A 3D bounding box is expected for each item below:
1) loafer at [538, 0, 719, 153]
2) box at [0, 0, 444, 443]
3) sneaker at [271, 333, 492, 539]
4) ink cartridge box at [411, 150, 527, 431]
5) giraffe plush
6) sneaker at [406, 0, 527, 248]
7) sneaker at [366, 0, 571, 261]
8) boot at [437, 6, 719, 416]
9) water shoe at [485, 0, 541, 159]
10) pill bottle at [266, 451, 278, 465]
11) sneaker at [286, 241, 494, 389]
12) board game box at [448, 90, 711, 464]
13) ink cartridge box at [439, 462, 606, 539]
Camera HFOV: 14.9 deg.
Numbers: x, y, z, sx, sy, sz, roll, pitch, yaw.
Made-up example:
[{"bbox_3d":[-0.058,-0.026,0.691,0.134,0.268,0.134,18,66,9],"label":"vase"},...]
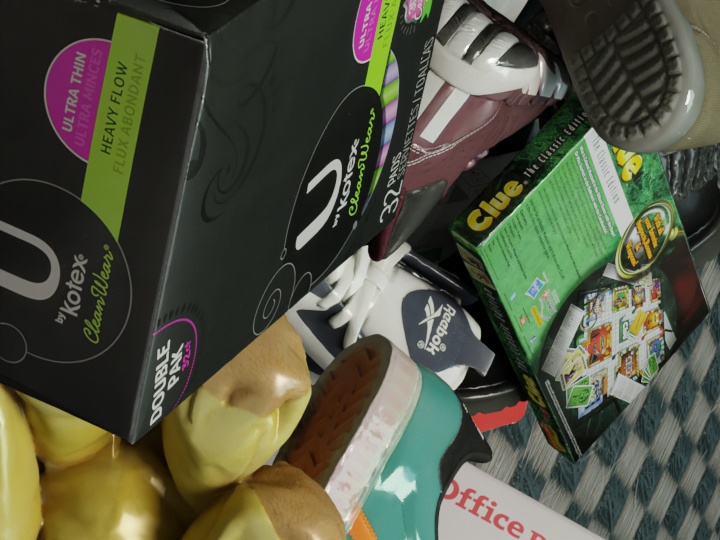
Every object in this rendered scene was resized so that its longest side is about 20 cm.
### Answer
[{"bbox_3d":[0.113,-0.129,1.174,0.075,0.201,0.069,-32,146,33],"label":"loafer"},{"bbox_3d":[-0.067,-0.064,0.915,0.200,0.124,0.149,-40,148,-55],"label":"box"},{"bbox_3d":[-0.013,0.129,1.078,0.201,0.080,0.071,-60,-154,-13],"label":"sneaker"},{"bbox_3d":[0.049,0.033,1.418,0.160,0.050,0.201,-14,132,-29],"label":"ink cartridge box"},{"bbox_3d":[-0.087,0.079,1.034,0.162,0.171,0.201,-84,179,-70],"label":"giraffe plush"},{"bbox_3d":[0.013,-0.094,1.261,0.084,0.073,0.201,11,106,-47],"label":"sneaker"},{"bbox_3d":[0.023,-0.061,1.149,0.116,0.076,0.200,-53,172,8],"label":"sneaker"},{"bbox_3d":[0.091,-0.041,1.288,0.211,0.079,0.158,-35,143,-24],"label":"boot"},{"bbox_3d":[0.057,-0.115,1.376,0.079,0.071,0.201,-13,131,-36],"label":"water shoe"},{"bbox_3d":[-0.050,0.158,1.276,0.112,0.112,0.201,-46,150,-50],"label":"pill bottle"},{"bbox_3d":[0.000,0.000,1.202,0.080,0.129,0.200,-57,161,-33],"label":"sneaker"},{"bbox_3d":[0.104,0.001,1.248,0.105,0.023,0.200,-44,146,-12],"label":"board game box"},{"bbox_3d":[0.044,0.224,1.550,0.201,0.146,0.146,-62,-177,-15],"label":"ink cartridge box"}]
